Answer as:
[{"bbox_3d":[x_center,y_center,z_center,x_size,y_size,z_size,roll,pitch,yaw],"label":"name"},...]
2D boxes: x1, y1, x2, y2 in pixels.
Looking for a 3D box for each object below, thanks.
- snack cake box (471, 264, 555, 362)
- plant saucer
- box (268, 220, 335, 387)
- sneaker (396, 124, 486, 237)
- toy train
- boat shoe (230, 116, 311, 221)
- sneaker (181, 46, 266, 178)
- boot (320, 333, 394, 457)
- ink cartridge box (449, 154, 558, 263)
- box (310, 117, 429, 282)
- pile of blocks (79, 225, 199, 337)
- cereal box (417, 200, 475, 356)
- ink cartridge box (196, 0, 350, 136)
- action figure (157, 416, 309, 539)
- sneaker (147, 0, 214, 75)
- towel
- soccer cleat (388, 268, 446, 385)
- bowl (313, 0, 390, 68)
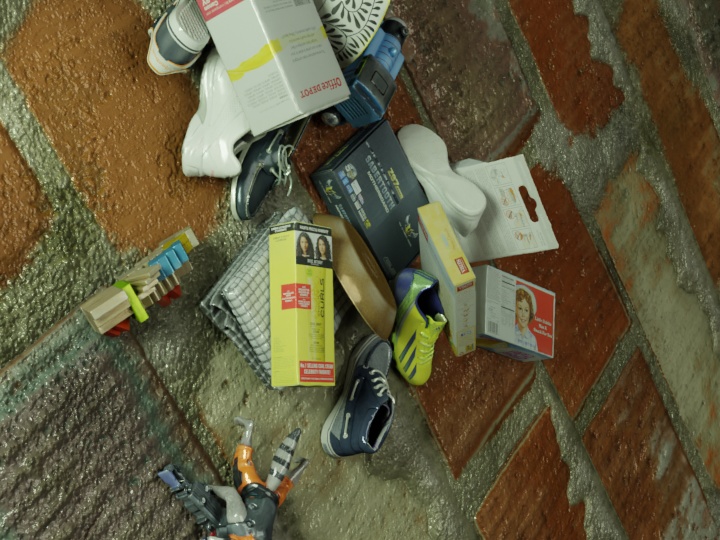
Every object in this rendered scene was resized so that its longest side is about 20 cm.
[{"bbox_3d":[0.242,0.074,1.822,0.198,0.066,0.117,21,66,-43],"label":"snack cake box"},{"bbox_3d":[0.000,0.000,1.513,0.202,0.035,0.201,58,9,-14],"label":"plant saucer"},{"bbox_3d":[-0.074,0.045,1.381,0.075,0.050,0.204,10,77,-49],"label":"box"},{"bbox_3d":[0.114,-0.135,1.701,0.074,0.089,0.201,-23,62,-24],"label":"sneaker"},{"bbox_3d":[0.007,-0.294,1.603,0.087,0.113,0.202,47,52,-31],"label":"toy train"},{"bbox_3d":[-0.116,-0.151,1.470,0.075,0.061,0.202,80,27,-56],"label":"boat shoe"},{"bbox_3d":[-0.163,-0.206,1.409,0.098,0.078,0.204,13,78,-2],"label":"sneaker"},{"bbox_3d":[0.021,0.175,1.549,0.073,0.089,0.202,44,54,-32],"label":"boot"},{"bbox_3d":[0.210,-0.100,1.722,0.050,0.198,0.163,-41,112,-44],"label":"ink cartridge box"},{"bbox_3d":[0.027,-0.101,1.635,0.158,0.050,0.202,-47,117,-42],"label":"box"},{"bbox_3d":[-0.243,0.021,1.302,0.200,0.081,0.063,-46,115,-42],"label":"pile of blocks"},{"bbox_3d":[0.127,0.015,1.607,0.201,0.039,0.145,83,-13,-56],"label":"cereal box"},{"bbox_3d":[-0.110,-0.286,1.386,0.145,0.082,0.203,-34,103,-58],"label":"ink cartridge box"},{"bbox_3d":[-0.146,0.274,1.348,0.200,0.103,0.196,47,43,-33],"label":"action figure"},{"bbox_3d":[-0.220,-0.309,1.400,0.079,0.079,0.201,46,27,-11],"label":"sneaker"},{"bbox_3d":[-0.107,0.039,1.447,0.167,0.085,0.201,58,46,-24],"label":"towel"},{"bbox_3d":[0.089,0.091,1.616,0.065,0.082,0.203,-45,136,-46],"label":"soccer cleat"},{"bbox_3d":[-0.039,-0.393,1.530,0.093,0.200,0.204,18,69,-27],"label":"bowl"}]
